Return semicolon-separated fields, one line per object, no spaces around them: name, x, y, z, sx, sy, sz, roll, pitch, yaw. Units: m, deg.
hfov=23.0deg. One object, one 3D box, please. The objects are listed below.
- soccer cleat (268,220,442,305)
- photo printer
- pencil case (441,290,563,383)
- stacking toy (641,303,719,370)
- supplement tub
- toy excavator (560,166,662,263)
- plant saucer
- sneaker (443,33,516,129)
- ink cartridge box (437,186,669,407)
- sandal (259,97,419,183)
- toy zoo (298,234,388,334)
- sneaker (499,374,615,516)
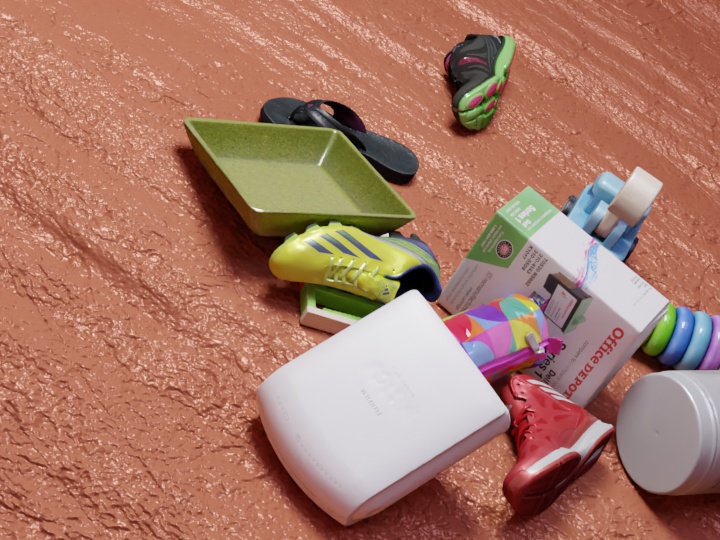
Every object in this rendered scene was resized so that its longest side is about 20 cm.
soccer cleat;0.001;-0.001;1.814;0.200;0.065;0.084;2;48;-35
photo printer;0.014;0.130;1.647;0.200;0.069;0.167;-29;70;-18
pencil case;0.109;0.083;1.799;0.200;0.088;0.088;-19;59;-37
stacking toy;0.334;0.066;2.019;0.199;0.086;0.085;20;37;-5
supplement tub;0.386;0.170;1.879;0.200;0.132;0.132;2;46;-34
toy excavator;0.289;-0.068;2.024;0.100;0.200;0.195;34;36;3
plant saucer;-0.072;-0.090;1.881;0.200;0.048;0.200;2;31;-32
sneaker;0.140;-0.241;2.239;0.084;0.077;0.200;16;32;7
ink cartridge box;0.205;0.034;1.891;0.200;0.145;0.084;40;37;10
sandal;-0.019;-0.163;2.036;0.200;0.048;0.075;19;38;-19
toy zoo;-0.005;-0.001;1.882;0.131;0.020;0.200;17;38;-20
sneaker;0.166;0.173;1.780;0.115;0.078;0.200;36;24;20
